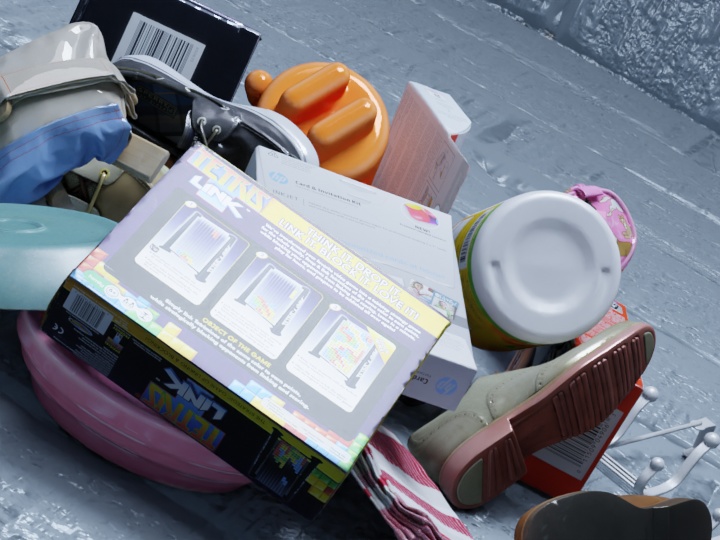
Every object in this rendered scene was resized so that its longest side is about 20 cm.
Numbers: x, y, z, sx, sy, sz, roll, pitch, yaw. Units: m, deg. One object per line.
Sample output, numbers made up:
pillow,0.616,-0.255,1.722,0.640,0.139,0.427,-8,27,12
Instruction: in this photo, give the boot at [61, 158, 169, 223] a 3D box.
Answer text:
boot,-0.232,-0.073,1.646,0.155,0.072,0.200,9,22,-48

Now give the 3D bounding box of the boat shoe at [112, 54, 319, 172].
boat shoe,-0.129,-0.113,1.752,0.200,0.070,0.066,33,25,17

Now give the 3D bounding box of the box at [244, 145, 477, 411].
box,-0.006,0.002,1.509,0.156,0.041,0.200,19,30,-15

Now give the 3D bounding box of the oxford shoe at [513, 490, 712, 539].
oxford shoe,0.162,0.187,1.543,0.071,0.071,0.200,5,-2,41

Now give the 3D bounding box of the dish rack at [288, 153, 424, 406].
dish rack,0.000,0.000,1.664,0.153,0.055,0.200,40,25,-52

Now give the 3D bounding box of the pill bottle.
pill bottle,0.115,0.005,1.675,0.111,0.111,0.200,26,-9,-9

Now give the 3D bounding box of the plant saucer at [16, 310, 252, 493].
plant saucer,-0.128,0.078,1.392,0.200,0.051,0.201,25,16,-8

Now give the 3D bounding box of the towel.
towel,0.029,0.137,1.424,0.144,0.023,0.200,42,6,-43

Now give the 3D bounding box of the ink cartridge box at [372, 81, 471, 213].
ink cartridge box,0.052,-0.051,1.883,0.057,0.163,0.200,15,20,-24

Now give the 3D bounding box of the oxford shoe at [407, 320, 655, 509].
oxford shoe,0.122,0.086,1.571,0.200,0.071,0.074,-31,46,-21

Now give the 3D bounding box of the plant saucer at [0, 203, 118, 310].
plant saucer,-0.222,-0.013,1.408,0.200,0.036,0.200,5,11,-1

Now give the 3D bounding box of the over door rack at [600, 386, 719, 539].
over door rack,0.284,0.159,1.787,0.148,0.067,0.200,40,20,34

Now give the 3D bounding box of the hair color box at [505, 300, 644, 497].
hair color box,0.161,0.089,1.720,0.064,0.111,0.200,28,15,-4

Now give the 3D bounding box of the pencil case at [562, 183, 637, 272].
pencil case,0.154,-0.008,1.878,0.087,0.083,0.200,43,-30,-10

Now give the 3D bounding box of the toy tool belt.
toy tool belt,-0.241,-0.078,1.533,0.123,0.200,0.125,58,-23,5

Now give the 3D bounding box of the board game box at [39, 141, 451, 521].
board game box,-0.066,0.033,1.338,0.200,0.057,0.165,36,40,2

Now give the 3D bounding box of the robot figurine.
robot figurine,-0.041,-0.104,1.886,0.144,0.117,0.200,17,-24,-3

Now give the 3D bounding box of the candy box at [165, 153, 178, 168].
candy box,-0.098,-0.040,1.791,0.200,0.056,0.117,27,17,2

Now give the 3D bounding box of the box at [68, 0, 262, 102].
box,-0.183,-0.185,1.916,0.148,0.104,0.200,24,-1,-12
